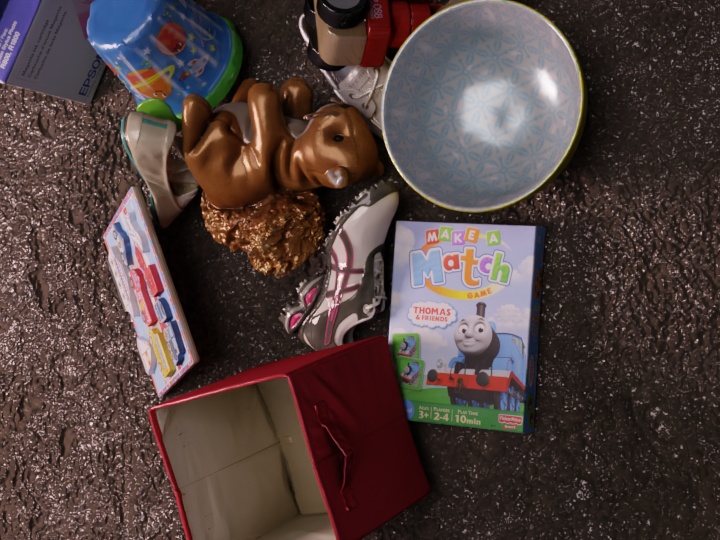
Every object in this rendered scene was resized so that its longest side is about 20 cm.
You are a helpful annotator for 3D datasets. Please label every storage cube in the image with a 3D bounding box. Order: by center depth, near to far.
[{"bbox_3d":[-0.063,0.176,1.299,0.200,0.180,0.171,-16,91,32],"label":"storage cube"}]

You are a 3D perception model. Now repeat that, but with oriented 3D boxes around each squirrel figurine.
[{"bbox_3d":[-0.072,-0.096,1.374,0.186,0.141,0.200,9,101,21],"label":"squirrel figurine"}]

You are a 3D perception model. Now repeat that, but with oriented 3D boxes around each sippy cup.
[{"bbox_3d":[-0.215,-0.243,1.420,0.140,0.130,0.178,-48,51,1],"label":"sippy cup"}]

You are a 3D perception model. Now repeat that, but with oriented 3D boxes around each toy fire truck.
[{"bbox_3d":[0.049,-0.296,1.321,0.200,0.129,0.176,0,62,-11],"label":"toy fire truck"}]

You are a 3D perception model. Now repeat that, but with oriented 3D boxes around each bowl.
[{"bbox_3d":[0.131,-0.150,1.284,0.200,0.108,0.201,-1,87,26],"label":"bowl"}]

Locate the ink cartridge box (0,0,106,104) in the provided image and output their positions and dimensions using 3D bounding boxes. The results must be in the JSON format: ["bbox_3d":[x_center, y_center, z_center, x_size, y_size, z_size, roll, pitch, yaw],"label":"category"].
[{"bbox_3d":[-0.329,-0.290,1.460,0.043,0.200,0.197,30,101,23],"label":"ink cartridge box"}]

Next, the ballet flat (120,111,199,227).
[{"bbox_3d":[-0.201,-0.102,1.413,0.069,0.200,0.070,-1,67,2],"label":"ballet flat"}]

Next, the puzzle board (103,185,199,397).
[{"bbox_3d":[-0.233,0.027,1.452,0.151,0.017,0.200,-41,67,60],"label":"puzzle board"}]

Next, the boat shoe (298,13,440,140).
[{"bbox_3d":[0.005,-0.191,1.366,0.200,0.069,0.071,44,103,19],"label":"boat shoe"}]

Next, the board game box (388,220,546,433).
[{"bbox_3d":[0.102,0.053,1.329,0.151,0.037,0.200,3,88,27],"label":"board game box"}]

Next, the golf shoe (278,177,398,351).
[{"bbox_3d":[0.000,0.000,1.361,0.088,0.077,0.200,37,117,16],"label":"golf shoe"}]
